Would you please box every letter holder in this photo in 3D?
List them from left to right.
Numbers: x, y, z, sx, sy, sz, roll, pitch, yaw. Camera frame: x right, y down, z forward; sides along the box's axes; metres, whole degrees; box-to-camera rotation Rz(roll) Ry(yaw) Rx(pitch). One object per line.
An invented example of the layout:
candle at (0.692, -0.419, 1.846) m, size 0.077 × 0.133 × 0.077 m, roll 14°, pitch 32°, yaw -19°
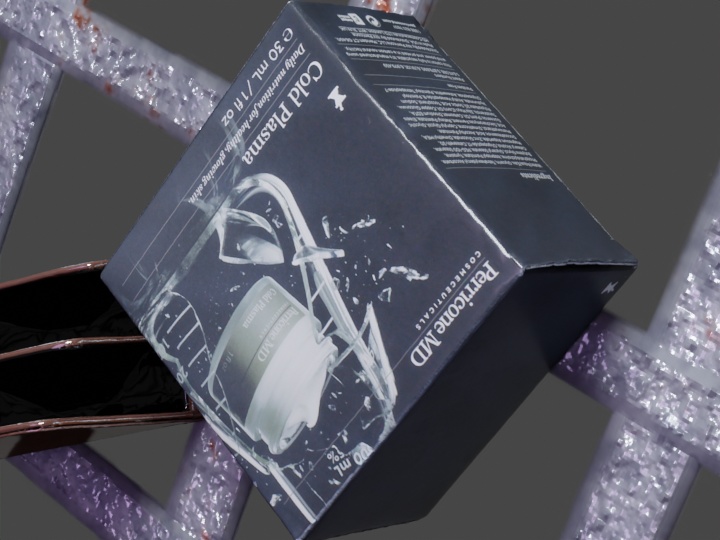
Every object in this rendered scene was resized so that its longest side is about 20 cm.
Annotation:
letter holder at (-0.219, 0.059, 1.181) m, size 0.199 × 0.142 × 0.101 m, roll -13°, pitch 83°, yaw 37°

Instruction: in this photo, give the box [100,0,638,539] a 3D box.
box at (0.000, 0.000, 1.030) m, size 0.197 × 0.124 × 0.200 m, roll 49°, pitch 118°, yaw 24°
